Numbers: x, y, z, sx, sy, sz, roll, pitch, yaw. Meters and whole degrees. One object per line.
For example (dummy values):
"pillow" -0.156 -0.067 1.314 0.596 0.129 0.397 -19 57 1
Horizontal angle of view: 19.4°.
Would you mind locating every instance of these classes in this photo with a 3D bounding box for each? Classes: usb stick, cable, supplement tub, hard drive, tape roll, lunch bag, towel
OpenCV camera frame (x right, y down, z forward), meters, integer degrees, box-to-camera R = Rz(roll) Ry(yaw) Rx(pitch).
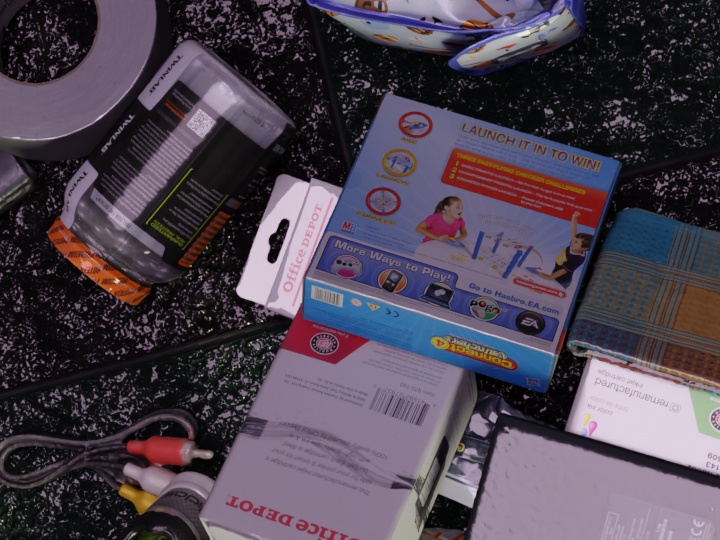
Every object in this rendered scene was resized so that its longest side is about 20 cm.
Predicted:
"usb stick" -0.362 -0.041 1.799 0.200 0.033 0.056 -35 82 7
"cable" -0.213 0.154 1.749 0.200 0.050 0.097 10 96 9
"supplement tub" -0.157 -0.077 1.717 0.123 0.123 0.200 41 94 10
"hard drive" 0.178 0.199 1.550 0.200 0.033 0.140 16 92 11
"tape roll" -0.260 -0.195 1.757 0.200 0.066 0.201 -1 79 7
"lunch bag" 0.075 -0.220 1.658 0.200 0.170 0.124 13 92 10
"towel" 0.246 0.024 1.614 0.146 0.200 0.022 16 126 10

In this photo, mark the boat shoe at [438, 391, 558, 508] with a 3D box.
"boat shoe" 0.057 0.129 1.698 0.200 0.071 0.091 22 84 8

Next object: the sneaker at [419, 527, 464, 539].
"sneaker" 0.107 0.268 1.675 0.200 0.078 0.077 26 105 15

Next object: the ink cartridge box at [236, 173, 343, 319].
"ink cartridge box" 0.000 0.000 1.710 0.200 0.068 0.116 20 89 11

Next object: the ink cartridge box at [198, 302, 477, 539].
"ink cartridge box" -0.014 0.143 1.612 0.145 0.083 0.200 17 64 17

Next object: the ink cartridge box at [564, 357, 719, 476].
"ink cartridge box" 0.218 0.166 1.603 0.145 0.084 0.200 18 92 11

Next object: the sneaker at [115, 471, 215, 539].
"sneaker" -0.181 0.251 1.700 0.074 0.087 0.200 38 117 4

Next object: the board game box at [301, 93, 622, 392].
"board game box" 0.079 -0.024 1.627 0.200 0.056 0.196 17 55 9
